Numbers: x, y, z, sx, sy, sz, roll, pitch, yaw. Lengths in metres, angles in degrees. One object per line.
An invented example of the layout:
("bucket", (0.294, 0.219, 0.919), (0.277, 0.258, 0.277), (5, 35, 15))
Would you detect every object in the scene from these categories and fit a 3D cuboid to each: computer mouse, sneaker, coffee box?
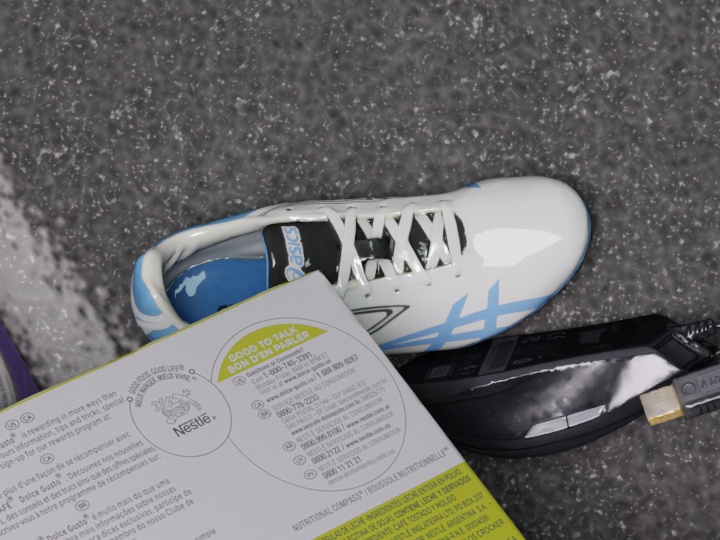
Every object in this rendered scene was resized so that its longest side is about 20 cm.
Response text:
("computer mouse", (0.107, 0.054, 1.211), (0.199, 0.140, 0.046), (-11, 101, 6))
("sneaker", (0.000, 0.000, 1.250), (0.199, 0.072, 0.072), (-12, 75, 5))
("coffee box", (-0.064, 0.156, 1.136), (0.199, 0.200, 0.198), (-25, 68, -35))

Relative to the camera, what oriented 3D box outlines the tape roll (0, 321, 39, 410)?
("tape roll", (-0.213, 0.027, 1.209), (0.085, 0.200, 0.200), (-34, 86, 3))
